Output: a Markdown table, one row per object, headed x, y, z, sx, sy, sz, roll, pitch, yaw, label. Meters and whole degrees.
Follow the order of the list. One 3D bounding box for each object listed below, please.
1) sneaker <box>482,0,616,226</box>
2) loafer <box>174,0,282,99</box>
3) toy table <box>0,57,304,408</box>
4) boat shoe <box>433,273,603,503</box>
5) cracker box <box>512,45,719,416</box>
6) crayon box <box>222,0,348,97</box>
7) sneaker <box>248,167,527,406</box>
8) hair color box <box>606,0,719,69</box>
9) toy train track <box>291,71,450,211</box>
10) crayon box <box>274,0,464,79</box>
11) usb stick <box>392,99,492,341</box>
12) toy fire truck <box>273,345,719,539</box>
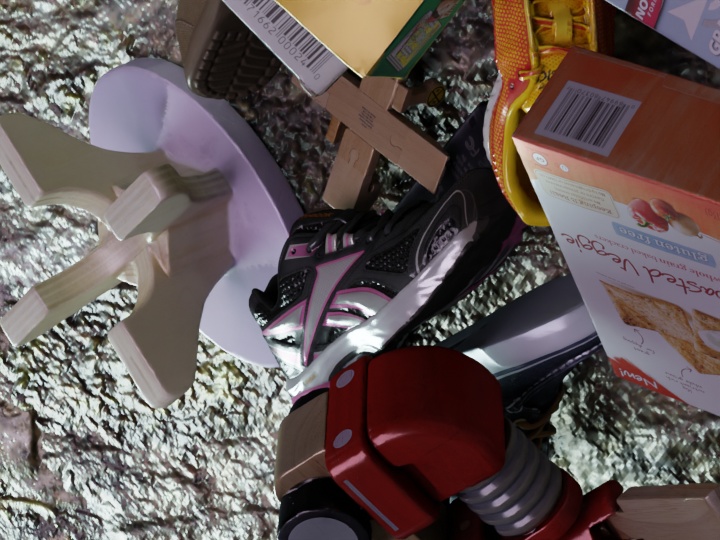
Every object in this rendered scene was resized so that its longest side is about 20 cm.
| x | y | z | sx | sy | sz | roll | pitch | yaw | label |
| --- | --- | --- | --- | --- | --- | --- | --- | --- | --- |
| 0.092 | -0.116 | 0.941 | 0.077 | 0.073 | 0.200 | -110 | 14 | -64 | sneaker |
| -0.052 | -0.179 | 1.075 | 0.067 | 0.076 | 0.200 | 56 | 130 | 32 | loafer |
| -0.120 | -0.019 | 1.188 | 0.200 | 0.117 | 0.184 | 48 | 134 | 14 | toy table |
| 0.081 | 0.071 | 1.096 | 0.200 | 0.071 | 0.091 | -29 | 99 | 48 | boat shoe |
| 0.159 | -0.002 | 0.923 | 0.134 | 0.058 | 0.200 | 21 | 157 | 34 | cracker box |
| 0.009 | -0.195 | 0.974 | 0.200 | 0.051 | 0.127 | -41 | 100 | 18 | crayon box |
| 0.000 | 0.000 | 1.071 | 0.086 | 0.080 | 0.200 | 53 | 132 | 6 | sneaker |
| 0.197 | -0.114 | 0.873 | 0.200 | 0.099 | 0.061 | 35 | 130 | 24 | hair color box |
| 0.026 | -0.117 | 1.074 | 0.115 | 0.032 | 0.200 | 40 | 126 | 31 | toy train track |
| 0.008 | -0.212 | 0.891 | 0.173 | 0.058 | 0.200 | 43 | 106 | 15 | crayon box |
| 0.036 | -0.015 | 1.112 | 0.056 | 0.033 | 0.200 | 54 | 135 | 16 | usb stick |
| 0.078 | 0.112 | 1.016 | 0.200 | 0.129 | 0.176 | -33 | 117 | 22 | toy fire truck |
